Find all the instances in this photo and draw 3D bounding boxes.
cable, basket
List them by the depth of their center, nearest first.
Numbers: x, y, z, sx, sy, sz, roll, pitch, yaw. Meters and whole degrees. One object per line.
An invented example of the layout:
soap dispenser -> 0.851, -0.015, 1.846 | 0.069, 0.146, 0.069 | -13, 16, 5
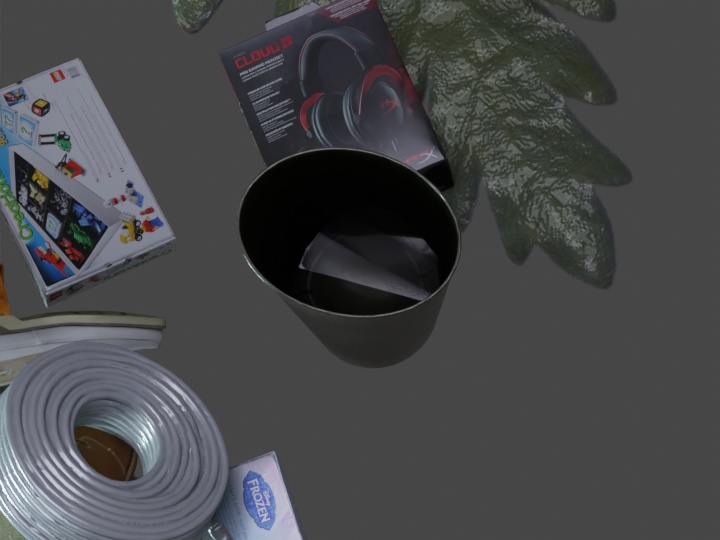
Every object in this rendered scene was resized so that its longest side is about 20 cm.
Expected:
cable -> -0.203, 0.150, 1.638 | 0.199, 0.069, 0.200 | -6, 57, -40
basket -> 0.000, 0.000, 1.682 | 0.180, 0.200, 0.137 | 15, 74, 10

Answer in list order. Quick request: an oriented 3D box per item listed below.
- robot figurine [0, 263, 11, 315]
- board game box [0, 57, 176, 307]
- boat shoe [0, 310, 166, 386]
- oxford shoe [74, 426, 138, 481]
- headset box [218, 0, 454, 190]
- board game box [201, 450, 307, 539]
robot figurine -> -0.382, -0.034, 1.794 | 0.144, 0.058, 0.201 | -4, 61, -35
board game box -> -0.263, -0.080, 1.812 | 0.126, 0.035, 0.200 | -24, 71, -16
boat shoe -> -0.264, 0.070, 1.746 | 0.199, 0.075, 0.069 | -2, 91, -17
oxford shoe -> -0.231, 0.160, 1.705 | 0.071, 0.071, 0.201 | -8, 47, 13
headset box -> -0.025, -0.141, 1.795 | 0.148, 0.075, 0.201 | -23, 71, 0
board game box -> -0.129, 0.277, 1.693 | 0.199, 0.041, 0.201 | -20, 71, 1
